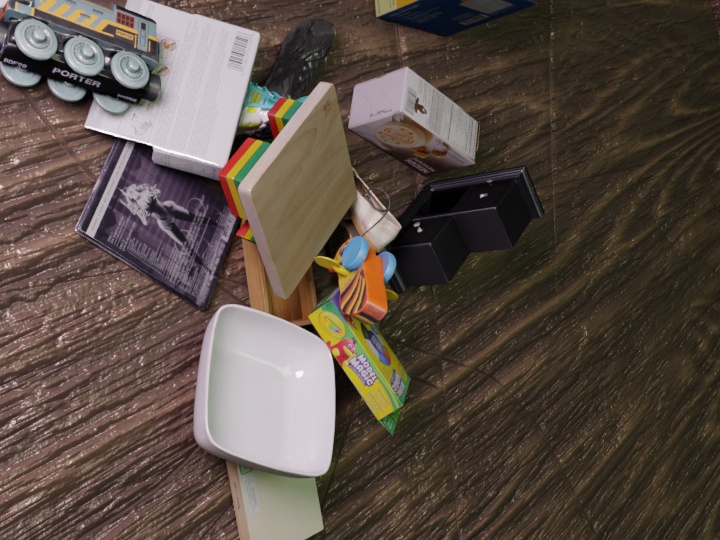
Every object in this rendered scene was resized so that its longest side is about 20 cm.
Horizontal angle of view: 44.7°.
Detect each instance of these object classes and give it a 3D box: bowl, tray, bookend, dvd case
[{"bbox_3d":[-0.127,0.161,1.115,0.198,0.074,0.203,24,52,-33],"label":"bowl"},{"bbox_3d":[-0.115,-0.021,1.216,0.098,0.037,0.204,-7,91,-48],"label":"tray"},{"bbox_3d":[0.158,-0.064,1.401,0.200,0.197,0.093,-50,121,-38],"label":"bookend"},{"bbox_3d":[-0.245,-0.063,1.094,0.199,0.016,0.151,38,58,-38],"label":"dvd case"}]

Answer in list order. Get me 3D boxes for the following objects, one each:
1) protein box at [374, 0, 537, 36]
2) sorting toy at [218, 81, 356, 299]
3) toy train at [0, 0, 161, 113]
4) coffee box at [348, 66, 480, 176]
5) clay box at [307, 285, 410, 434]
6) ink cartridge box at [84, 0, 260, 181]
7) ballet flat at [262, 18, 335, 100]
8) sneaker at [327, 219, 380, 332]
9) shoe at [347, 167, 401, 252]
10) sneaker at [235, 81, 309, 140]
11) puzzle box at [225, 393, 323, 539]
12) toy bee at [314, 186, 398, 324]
[{"bbox_3d":[0.155,-0.498,1.459,0.198,0.197,0.138,-2,86,-47],"label":"protein box"},{"bbox_3d":[-0.094,-0.106,1.126,0.201,0.069,0.200,-57,152,-31],"label":"sorting toy"},{"bbox_3d":[-0.318,-0.255,0.987,0.198,0.085,0.116,13,62,-33],"label":"toy train"},{"bbox_3d":[0.090,-0.235,1.415,0.199,0.113,0.081,25,66,-44],"label":"coffee box"},{"bbox_3d":[0.009,0.121,1.229,0.201,0.047,0.115,55,14,-5],"label":"clay box"},{"bbox_3d":[-0.229,-0.227,1.089,0.171,0.044,0.203,14,68,-7],"label":"ink cartridge box"},{"bbox_3d":[-0.092,-0.297,1.279,0.057,0.066,0.202,92,22,-57],"label":"ballet flat"},{"bbox_3d":[0.008,0.022,1.320,0.075,0.070,0.204,-15,97,-52],"label":"sneaker"},{"bbox_3d":[-0.012,-0.122,1.289,0.201,0.053,0.070,54,30,2],"label":"shoe"},{"bbox_3d":[-0.140,-0.221,1.164,0.197,0.077,0.081,-9,79,-27],"label":"sneaker"},{"bbox_3d":[-0.118,0.273,1.178,0.132,0.025,0.204,-12,93,-47],"label":"puzzle box"},{"bbox_3d":[0.000,0.000,1.210,0.131,0.108,0.201,42,40,-12],"label":"toy bee"}]
